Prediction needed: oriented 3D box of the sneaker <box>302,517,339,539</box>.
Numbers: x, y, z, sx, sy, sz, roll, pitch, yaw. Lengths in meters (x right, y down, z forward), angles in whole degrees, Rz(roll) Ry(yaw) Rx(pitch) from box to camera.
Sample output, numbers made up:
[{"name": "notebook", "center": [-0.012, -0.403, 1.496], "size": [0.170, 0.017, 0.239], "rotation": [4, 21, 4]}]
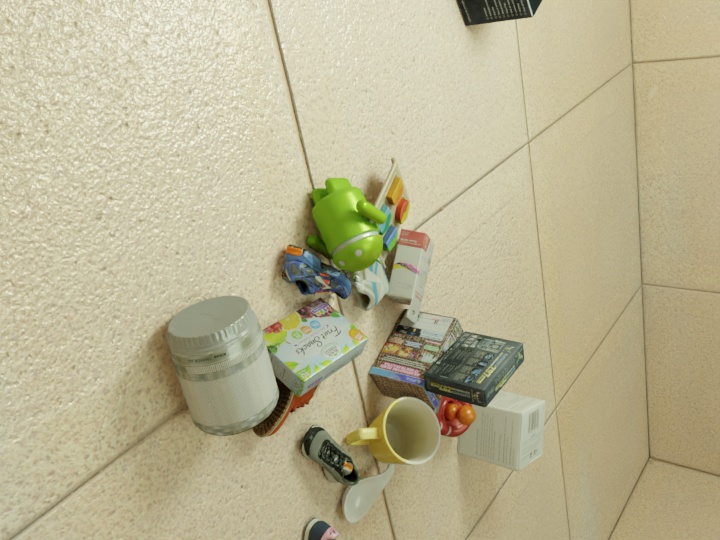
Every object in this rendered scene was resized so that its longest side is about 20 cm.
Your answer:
[{"name": "sneaker", "center": [-0.080, 0.651, 1.557], "size": [0.070, 0.081, 0.204], "rotation": [-19, 111, -49]}]

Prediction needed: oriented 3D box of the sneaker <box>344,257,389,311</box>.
[{"name": "sneaker", "center": [0.000, 0.000, 1.562], "size": [0.081, 0.076, 0.202], "rotation": [-47, 128, -29]}]

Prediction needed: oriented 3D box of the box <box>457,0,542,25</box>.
[{"name": "box", "center": [0.337, -0.740, 1.773], "size": [0.125, 0.194, 0.201], "rotation": [-59, 136, -28]}]

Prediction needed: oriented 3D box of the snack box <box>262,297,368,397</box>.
[{"name": "snack box", "center": [-0.099, 0.147, 1.403], "size": [0.199, 0.142, 0.054], "rotation": [-29, 151, -46]}]

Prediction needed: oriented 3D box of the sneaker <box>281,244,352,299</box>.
[{"name": "sneaker", "center": [-0.094, 0.017, 1.459], "size": [0.199, 0.075, 0.079], "rotation": [33, 82, -43]}]

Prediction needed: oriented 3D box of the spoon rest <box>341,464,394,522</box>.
[{"name": "spoon rest", "center": [0.022, 0.507, 1.683], "size": [0.200, 0.060, 0.101], "rotation": [-48, 130, -37]}]

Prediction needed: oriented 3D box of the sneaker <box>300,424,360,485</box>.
[{"name": "sneaker", "center": [-0.061, 0.404, 1.546], "size": [0.075, 0.078, 0.201], "rotation": [-57, 134, -26]}]

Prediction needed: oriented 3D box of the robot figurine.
[{"name": "robot figurine", "center": [-0.026, -0.088, 1.447], "size": [0.115, 0.174, 0.203], "rotation": [-9, 72, -56]}]

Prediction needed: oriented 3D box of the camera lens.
[{"name": "camera lens", "center": [-0.234, 0.166, 1.220], "size": [0.159, 0.158, 0.203], "rotation": [-35, 122, -43]}]

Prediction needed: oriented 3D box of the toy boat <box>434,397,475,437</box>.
[{"name": "toy boat", "center": [0.250, 0.379, 1.896], "size": [0.199, 0.129, 0.133], "rotation": [32, 72, -49]}]

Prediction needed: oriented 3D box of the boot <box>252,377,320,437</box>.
[{"name": "boot", "center": [-0.141, 0.261, 1.429], "size": [0.202, 0.074, 0.108], "rotation": [-59, 141, -29]}]

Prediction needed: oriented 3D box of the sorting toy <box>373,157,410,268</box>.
[{"name": "sorting toy", "center": [0.070, -0.126, 1.617], "size": [0.186, 0.036, 0.203], "rotation": [59, 47, -63]}]

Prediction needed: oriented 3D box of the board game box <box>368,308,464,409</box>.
[{"name": "board game box", "center": [0.143, 0.209, 1.709], "size": [0.201, 0.157, 0.097], "rotation": [-57, 135, -27]}]

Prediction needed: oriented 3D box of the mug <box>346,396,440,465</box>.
[{"name": "mug", "center": [0.073, 0.376, 1.655], "size": [0.185, 0.153, 0.151], "rotation": [33, 59, -10]}]

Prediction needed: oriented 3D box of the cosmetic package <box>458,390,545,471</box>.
[{"name": "cosmetic package", "center": [0.410, 0.454, 2.056], "size": [0.166, 0.197, 0.170], "rotation": [-8, 101, -50]}]

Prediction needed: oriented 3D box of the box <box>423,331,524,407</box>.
[{"name": "box", "center": [0.259, 0.219, 1.605], "size": [0.199, 0.156, 0.052], "rotation": [-38, 124, -43]}]

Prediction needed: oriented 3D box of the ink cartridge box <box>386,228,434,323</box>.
[{"name": "ink cartridge box", "center": [0.116, 0.016, 1.692], "size": [0.116, 0.066, 0.204], "rotation": [38, 64, -70]}]
